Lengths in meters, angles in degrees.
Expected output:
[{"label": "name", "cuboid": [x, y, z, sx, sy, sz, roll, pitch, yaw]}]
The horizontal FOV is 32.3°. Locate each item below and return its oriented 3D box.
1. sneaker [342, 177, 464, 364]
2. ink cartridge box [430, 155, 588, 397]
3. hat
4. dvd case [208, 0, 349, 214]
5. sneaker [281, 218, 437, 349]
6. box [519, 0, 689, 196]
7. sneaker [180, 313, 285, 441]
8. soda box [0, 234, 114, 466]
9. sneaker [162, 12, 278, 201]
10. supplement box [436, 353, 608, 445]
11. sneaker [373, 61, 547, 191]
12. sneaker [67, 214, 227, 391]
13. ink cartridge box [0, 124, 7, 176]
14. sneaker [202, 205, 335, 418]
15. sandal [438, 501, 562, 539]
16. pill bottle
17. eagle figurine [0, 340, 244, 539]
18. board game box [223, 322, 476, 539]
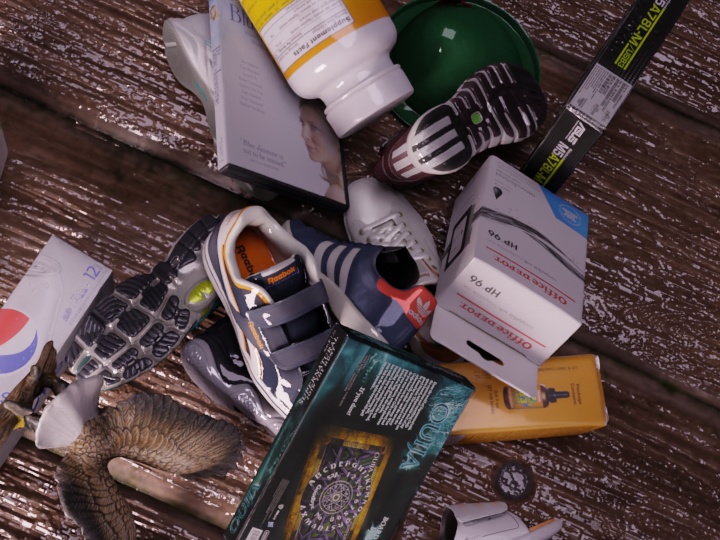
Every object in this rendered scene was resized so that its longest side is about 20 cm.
[{"label": "sneaker", "cuboid": [0.046, -0.007, 1.129, 0.072, 0.085, 0.201, -27, 76, -9]}, {"label": "ink cartridge box", "cuboid": [0.135, 0.002, 1.096, 0.115, 0.068, 0.201, 30, 39, -12]}, {"label": "hat", "cuboid": [0.099, -0.231, 1.171, 0.198, 0.176, 0.167, -8, 72, -13]}, {"label": "dvd case", "cuboid": [-0.075, -0.159, 1.150, 0.142, 0.017, 0.202, 17, 55, -38]}, {"label": "sneaker", "cuboid": [0.000, 0.000, 1.085, 0.084, 0.075, 0.200, -42, 45, -1]}, {"label": "box", "cuboid": [0.224, -0.168, 1.163, 0.047, 0.193, 0.201, 33, 67, 5]}, {"label": "sneaker", "cuboid": [-0.051, 0.096, 1.082, 0.199, 0.076, 0.114, 38, 68, 5]}, {"label": "soda box", "cuboid": [-0.287, 0.074, 1.053, 0.063, 0.068, 0.201, 29, 69, 2]}, {"label": "sneaker", "cuboid": [-0.112, -0.162, 1.168, 0.080, 0.070, 0.201, -22, 77, -24]}, {"label": "supplement box", "cuboid": [0.115, 0.118, 1.109, 0.198, 0.069, 0.067, -3, 72, -9]}, {"label": "sneaker", "cuboid": [0.082, -0.131, 1.166, 0.199, 0.115, 0.076, -28, 93, -43]}, {"label": "sneaker", "cuboid": [-0.164, 0.039, 1.080, 0.077, 0.080, 0.200, 41, 65, 17]}, {"label": "ink cartridge box", "cuboid": [-0.362, -0.043, 1.055, 0.067, 0.117, 0.202, 11, 68, -5]}, {"label": "sneaker", "cuboid": [-0.062, 0.040, 1.019, 0.078, 0.079, 0.201, -28, 82, -31]}, {"label": "sandal", "cuboid": [0.075, 0.229, 1.049, 0.205, 0.079, 0.060, -15, 72, -19]}, {"label": "pill bottle", "cuboid": [-0.036, -0.228, 1.131, 0.111, 0.111, 0.201, -31, 91, -19]}, {"label": "eagle figurine", "cuboid": [-0.198, 0.152, 0.991, 0.200, 0.152, 0.151, 43, 26, -12]}, {"label": "board game box", "cuboid": [-0.008, 0.155, 1.014, 0.135, 0.028, 0.201, 24, 100, -29]}]
